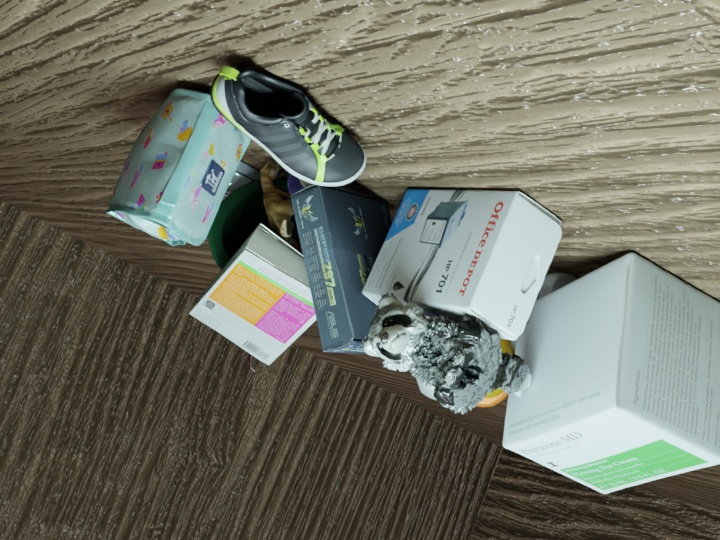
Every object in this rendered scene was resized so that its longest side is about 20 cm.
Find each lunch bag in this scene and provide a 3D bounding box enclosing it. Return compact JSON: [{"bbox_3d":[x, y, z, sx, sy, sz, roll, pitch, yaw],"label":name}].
[{"bbox_3d":[-0.219,-0.122,1.299,0.121,0.171,0.200,27,171,-18],"label":"lunch bag"}]

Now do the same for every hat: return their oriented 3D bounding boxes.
[{"bbox_3d":[-0.134,-0.007,1.516,0.166,0.200,0.176,44,159,17],"label":"hat"}]

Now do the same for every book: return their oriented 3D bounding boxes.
[{"bbox_3d":[-0.127,0.041,1.384,0.133,0.048,0.200,35,139,-11],"label":"book"}]

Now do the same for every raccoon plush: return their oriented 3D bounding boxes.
[{"bbox_3d":[0.089,0.099,1.189,0.133,0.097,0.200,24,170,37],"label":"raccoon plush"}]

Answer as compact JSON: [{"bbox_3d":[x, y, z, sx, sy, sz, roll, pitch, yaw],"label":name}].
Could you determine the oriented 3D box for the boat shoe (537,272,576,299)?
[{"bbox_3d":[0.260,0.046,1.426,0.067,0.072,0.200,15,174,29],"label":"boat shoe"}]

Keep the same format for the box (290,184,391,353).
[{"bbox_3d":[-0.005,0.002,1.321,0.051,0.202,0.157,-22,163,30],"label":"box"}]

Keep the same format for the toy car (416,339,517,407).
[{"bbox_3d":[0.149,0.087,1.435,0.174,0.201,0.150,-16,155,2],"label":"toy car"}]

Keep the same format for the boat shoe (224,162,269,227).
[{"bbox_3d":[-0.131,-0.082,1.543,0.201,0.087,0.074,28,168,-25],"label":"boat shoe"}]

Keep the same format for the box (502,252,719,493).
[{"bbox_3d":[0.298,0.125,1.238,0.171,0.201,0.199,27,148,-21],"label":"box"}]

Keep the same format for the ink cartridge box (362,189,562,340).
[{"bbox_3d":[0.113,-0.012,1.222,0.086,0.147,0.199,32,166,-31],"label":"ink cartridge box"}]

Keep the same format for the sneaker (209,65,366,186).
[{"bbox_3d":[-0.071,-0.150,1.129,0.199,0.072,0.083,28,167,-25],"label":"sneaker"}]

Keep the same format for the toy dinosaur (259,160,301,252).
[{"bbox_3d":[-0.100,-0.066,1.365,0.106,0.060,0.200,42,-166,-34],"label":"toy dinosaur"}]

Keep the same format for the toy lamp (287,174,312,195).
[{"bbox_3d":[-0.073,-0.127,1.294,0.058,0.059,0.200,20,167,13],"label":"toy lamp"}]
